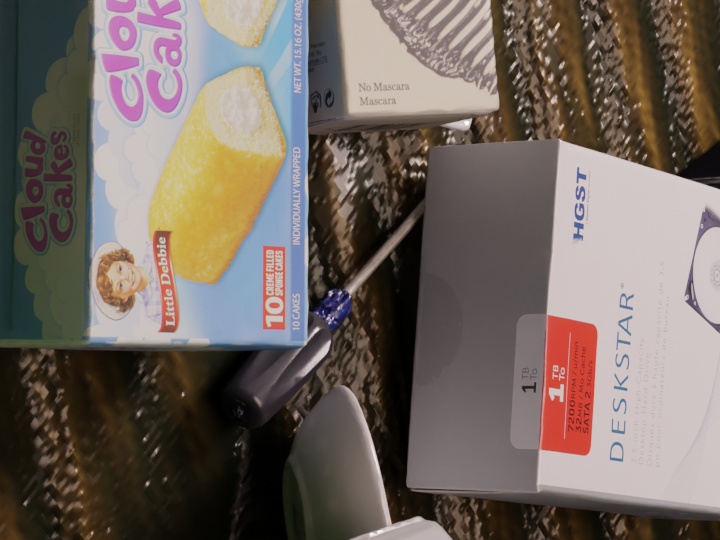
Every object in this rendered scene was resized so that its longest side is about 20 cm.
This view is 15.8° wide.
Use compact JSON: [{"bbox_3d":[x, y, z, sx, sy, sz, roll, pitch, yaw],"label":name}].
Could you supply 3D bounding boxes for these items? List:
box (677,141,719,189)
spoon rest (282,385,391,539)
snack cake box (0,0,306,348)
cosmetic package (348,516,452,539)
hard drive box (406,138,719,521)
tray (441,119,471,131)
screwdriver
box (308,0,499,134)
[{"bbox_3d":[0.263,0.011,1.360,0.148,0.104,0.201,-37,115,-41],"label":"box"},{"bbox_3d":[0.004,0.147,1.097,0.060,0.099,0.202,-5,100,-12],"label":"spoon rest"},{"bbox_3d":[-0.083,-0.070,1.007,0.115,0.067,0.202,2,87,-48],"label":"snack cake box"},{"bbox_3d":[-0.006,0.232,0.959,0.166,0.168,0.200,-12,54,-47],"label":"cosmetic package"},{"bbox_3d":[0.113,0.033,1.209,0.199,0.076,0.157,11,81,-50],"label":"hard drive box"},{"bbox_3d":[0.016,-0.169,1.159,0.107,0.022,0.202,12,80,-47],"label":"tray"},{"bbox_3d":[0.000,0.000,1.136,0.200,0.028,0.029,-51,152,-37],"label":"screwdriver"},{"bbox_3d":[0.001,-0.159,1.081,0.082,0.068,0.202,-6,90,-31],"label":"box"}]
